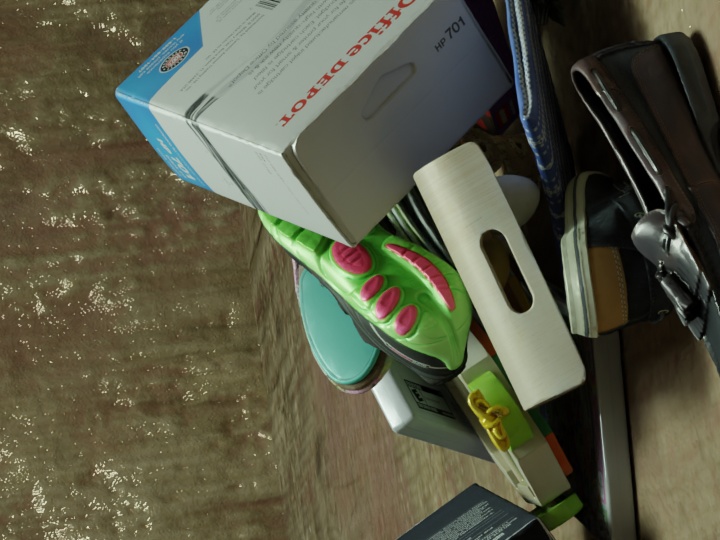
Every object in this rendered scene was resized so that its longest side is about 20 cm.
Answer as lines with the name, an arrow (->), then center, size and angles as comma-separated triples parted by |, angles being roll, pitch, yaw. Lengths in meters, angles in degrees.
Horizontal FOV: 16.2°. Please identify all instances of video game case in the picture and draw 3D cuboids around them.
video game case -> 0.136, 0.087, 1.609 | 0.200, 0.018, 0.143 | -141, 44, -78
video game case -> 0.037, 0.046, 1.711 | 0.200, 0.022, 0.182 | 22, -145, -58

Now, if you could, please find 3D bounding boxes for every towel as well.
towel -> 0.104, -0.076, 1.462 | 0.200, 0.024, 0.145 | 68, -168, -50
towel -> 0.043, -0.024, 1.671 | 0.171, 0.048, 0.200 | 54, 177, -8

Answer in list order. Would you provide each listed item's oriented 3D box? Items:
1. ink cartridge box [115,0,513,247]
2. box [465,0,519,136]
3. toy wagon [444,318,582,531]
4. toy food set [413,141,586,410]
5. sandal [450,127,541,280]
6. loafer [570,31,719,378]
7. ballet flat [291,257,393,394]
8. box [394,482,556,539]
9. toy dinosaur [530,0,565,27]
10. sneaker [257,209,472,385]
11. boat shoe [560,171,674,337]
ink cartridge box -> -0.030, -0.109, 1.502 | 0.200, 0.146, 0.086 | 24, 154, 52
box -> 0.021, -0.184, 1.652 | 0.137, 0.039, 0.200 | 15, 140, 39
toy wagon -> 0.084, 0.089, 1.557 | 0.155, 0.040, 0.200 | 56, 175, 2
toy food set -> 0.092, 0.003, 1.438 | 0.144, 0.060, 0.200 | 64, -176, 5
sandal -> 0.089, -0.061, 1.662 | 0.078, 0.070, 0.212 | 51, 177, 29
loafer -> 0.153, -0.029, 1.249 | 0.072, 0.063, 0.200 | 96, 165, -57
ballet flat -> -0.012, -0.011, 1.600 | 0.071, 0.069, 0.200 | 30, -144, -61
box -> 0.089, 0.227, 1.572 | 0.148, 0.104, 0.200 | 55, 174, -7
toy dinosaur -> 0.090, -0.224, 1.510 | 0.200, 0.102, 0.136 | -19, -57, -62
sneaker -> 0.000, 0.000, 1.512 | 0.200, 0.077, 0.084 | 52, 164, 42
boat shoe -> 0.142, -0.010, 1.361 | 0.200, 0.062, 0.075 | -66, -33, -76
